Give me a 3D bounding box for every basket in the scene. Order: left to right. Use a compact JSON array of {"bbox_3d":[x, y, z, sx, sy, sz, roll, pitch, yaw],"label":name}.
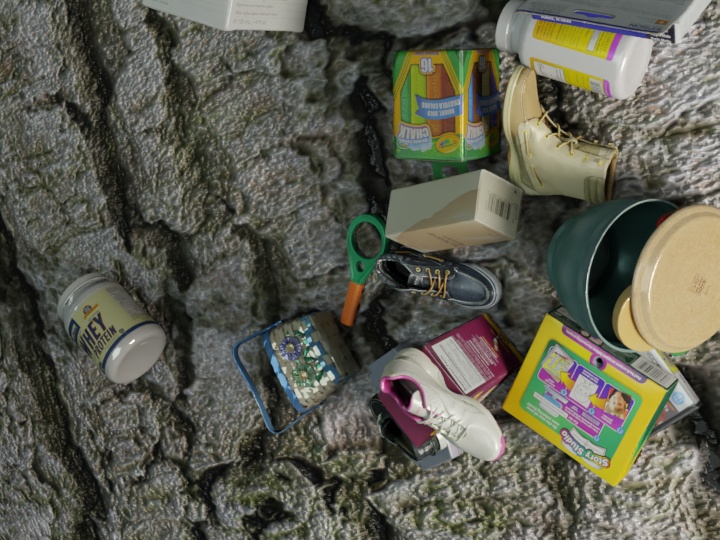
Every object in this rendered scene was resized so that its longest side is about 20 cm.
[{"bbox_3d":[-0.119,0.167,1.662,0.199,0.139,0.178,-34,81,26],"label":"basket"}]

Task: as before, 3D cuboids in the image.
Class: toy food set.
[{"bbox_3d":[0.418,0.014,1.221,0.049,0.195,0.203,27,109,59],"label":"toy food set"}]

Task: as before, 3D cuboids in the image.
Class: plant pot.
[{"bbox_3d":[0.337,-0.007,1.282,0.134,0.197,0.204,25,117,59],"label":"plant pot"}]

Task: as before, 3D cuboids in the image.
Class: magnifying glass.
[{"bbox_3d":[0.000,0.000,1.616,0.079,0.022,0.203,26,113,28],"label":"magnifying glass"}]

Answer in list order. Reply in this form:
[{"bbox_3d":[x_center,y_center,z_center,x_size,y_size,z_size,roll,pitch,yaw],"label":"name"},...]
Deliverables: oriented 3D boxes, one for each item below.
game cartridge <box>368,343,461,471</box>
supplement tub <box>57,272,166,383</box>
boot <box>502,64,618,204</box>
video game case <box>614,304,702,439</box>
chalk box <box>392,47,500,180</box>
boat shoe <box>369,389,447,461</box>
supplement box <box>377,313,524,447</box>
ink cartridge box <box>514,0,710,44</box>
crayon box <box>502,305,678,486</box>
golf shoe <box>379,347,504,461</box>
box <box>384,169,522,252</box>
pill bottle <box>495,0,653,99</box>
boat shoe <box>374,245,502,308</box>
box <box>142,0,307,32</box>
[{"bbox_3d":[0.091,0.225,1.564,0.202,0.040,0.133,62,150,8],"label":"game cartridge"},{"bbox_3d":[-0.507,0.114,1.927,0.200,0.144,0.146,41,121,21],"label":"supplement tub"},{"bbox_3d":[0.278,-0.184,1.314,0.154,0.073,0.202,14,131,31],"label":"boot"},{"bbox_3d":[0.364,0.169,1.386,0.200,0.025,0.182,-42,76,34],"label":"video game case"},{"bbox_3d":[0.128,-0.224,1.406,0.123,0.123,0.204,6,104,35],"label":"chalk box"},{"bbox_3d":[0.059,0.246,1.521,0.199,0.060,0.077,15,129,61],"label":"boat shoe"},{"bbox_3d":[0.141,0.161,1.437,0.104,0.199,0.131,51,125,14],"label":"supplement box"},{"bbox_3d":[0.323,-0.337,1.198,0.198,0.200,0.041,20,136,31],"label":"ink cartridge box"},{"bbox_3d":[0.326,0.179,1.365,0.199,0.058,0.175,34,120,26],"label":"crayon box"},{"bbox_3d":[0.106,0.194,1.291,0.199,0.091,0.076,39,120,16],"label":"golf shoe"},{"bbox_3d":[0.135,-0.085,1.412,0.199,0.094,0.079,-9,67,52],"label":"box"},{"bbox_3d":[0.285,-0.308,1.286,0.198,0.104,0.106,25,114,29],"label":"pill bottle"},{"bbox_3d":[0.118,0.018,1.488,0.198,0.090,0.072,20,112,31],"label":"boat shoe"},{"bbox_3d":[-0.215,-0.476,1.549,0.198,0.198,0.133,23,114,29],"label":"box"}]
